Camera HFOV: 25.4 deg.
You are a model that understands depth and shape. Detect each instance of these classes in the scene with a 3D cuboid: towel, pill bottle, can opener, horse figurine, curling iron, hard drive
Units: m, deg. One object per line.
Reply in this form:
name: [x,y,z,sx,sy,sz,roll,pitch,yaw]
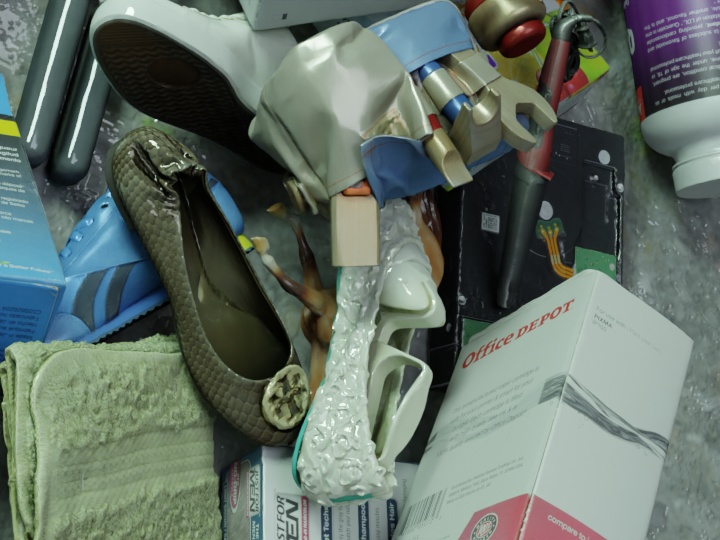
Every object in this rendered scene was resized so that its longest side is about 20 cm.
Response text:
towel: [-0.126,0.108,0.851,0.200,0.036,0.149,3,82,-69]
pill bottle: [0.252,-0.158,1.156,0.112,0.112,0.201,-1,80,-31]
can opener: [-0.159,-0.150,0.942,0.052,0.066,0.201,22,73,-26]
horse figurine: [0.000,0.000,1.001,0.200,0.050,0.133,-41,115,-39]
curling iron: [0.117,-0.070,1.008,0.049,0.026,0.201,-3,110,-46]
hard drive: [0.115,-0.008,1.085,0.139,0.038,0.201,11,73,-28]

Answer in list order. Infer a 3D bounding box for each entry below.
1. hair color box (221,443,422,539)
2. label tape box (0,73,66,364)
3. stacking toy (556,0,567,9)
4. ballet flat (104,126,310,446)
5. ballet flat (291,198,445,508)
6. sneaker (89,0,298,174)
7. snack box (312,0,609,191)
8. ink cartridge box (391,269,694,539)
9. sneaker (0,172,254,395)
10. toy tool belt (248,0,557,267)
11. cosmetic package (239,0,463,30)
hair color box: [0.016,0.171,0.966,0.199,0.060,0.100,12,63,-29]
label tape box: [-0.249,-0.038,0.845,0.144,0.063,0.200,8,34,-29]
stacking toy: [0.134,-0.238,1.124,0.109,0.116,0.201,2,92,-30]
ballet flat: [-0.077,0.010,0.888,0.067,0.046,0.201,-40,110,-46]
ballet flat: [0.016,0.045,0.928,0.072,0.072,0.201,24,67,-24]
sneaker: [-0.089,-0.129,0.953,0.200,0.073,0.085,32,52,-53]
snack box: [0.050,-0.169,1.046,0.142,0.053,0.200,-34,82,-36]
ink cartridge box: [0.099,0.118,0.911,0.083,0.146,0.200,34,54,-16]
sneaker: [-0.153,0.002,0.909,0.200,0.066,0.079,-34,95,-34]
toy tool belt: [0.044,-0.085,0.921,0.199,0.125,0.123,-26,77,-20]
cosmetic package: [-0.002,-0.270,0.969,0.199,0.123,0.200,-13,57,-25]
